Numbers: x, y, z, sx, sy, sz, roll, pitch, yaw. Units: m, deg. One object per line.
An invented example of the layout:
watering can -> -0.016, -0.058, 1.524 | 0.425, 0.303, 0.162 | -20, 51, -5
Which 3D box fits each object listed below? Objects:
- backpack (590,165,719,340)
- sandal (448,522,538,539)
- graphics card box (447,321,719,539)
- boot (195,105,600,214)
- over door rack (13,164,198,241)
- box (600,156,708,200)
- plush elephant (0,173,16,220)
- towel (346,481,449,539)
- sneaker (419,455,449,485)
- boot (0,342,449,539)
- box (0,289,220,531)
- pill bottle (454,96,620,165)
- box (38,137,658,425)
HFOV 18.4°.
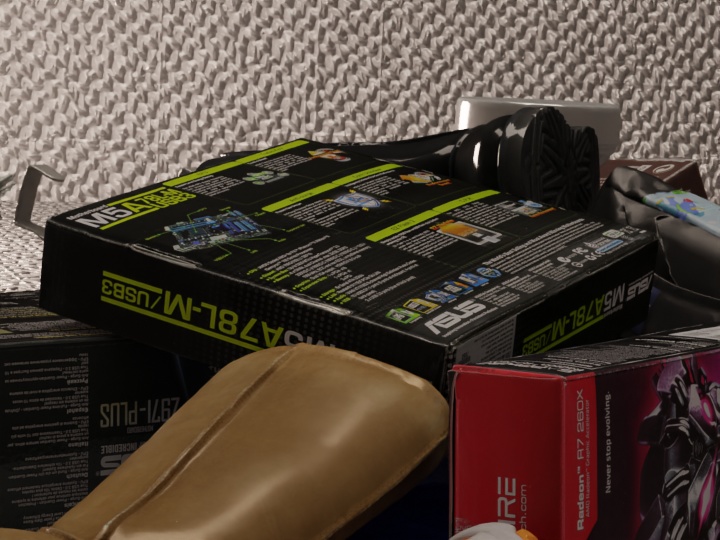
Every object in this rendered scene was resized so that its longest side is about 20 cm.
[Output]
backpack -> 0.194, 0.057, 1.054 | 0.154, 0.163, 0.200 | 16, 3, -36
sandal -> 0.041, 0.126, 0.649 | 0.059, 0.079, 0.207 | 3, 7, -21
graphics card box -> 0.107, 0.088, 0.815 | 0.051, 0.126, 0.200 | 3, 4, 37
boot -> 0.007, -0.045, 1.114 | 0.200, 0.066, 0.165 | 1, -2, 17
over door rack -> -0.079, 0.029, 1.165 | 0.200, 0.067, 0.148 | 44, 22, 22
box -> 0.103, 0.027, 1.168 | 0.200, 0.100, 0.075 | -32, 20, -32
plush elephant -> -0.266, 0.035, 1.151 | 0.165, 0.155, 0.200 | 43, 60, 14
towel -> 0.008, 0.118, 0.861 | 0.148, 0.050, 0.200 | 7, 7, 43
sneaker -> 0.011, 0.069, 1.051 | 0.200, 0.081, 0.147 | 18, -28, 42
boot -> -0.088, 0.085, 0.778 | 0.175, 0.066, 0.200 | 17, 33, 23
box -> -0.150, 0.060, 0.961 | 0.200, 0.086, 0.164 | -3, 7, -37
pill bottle -> 0.097, 0.002, 1.280 | 0.116, 0.200, 0.116 | 3, 6, 0
box -> 0.000, 0.000, 0.942 | 0.193, 0.048, 0.200 | 14, 20, 27
